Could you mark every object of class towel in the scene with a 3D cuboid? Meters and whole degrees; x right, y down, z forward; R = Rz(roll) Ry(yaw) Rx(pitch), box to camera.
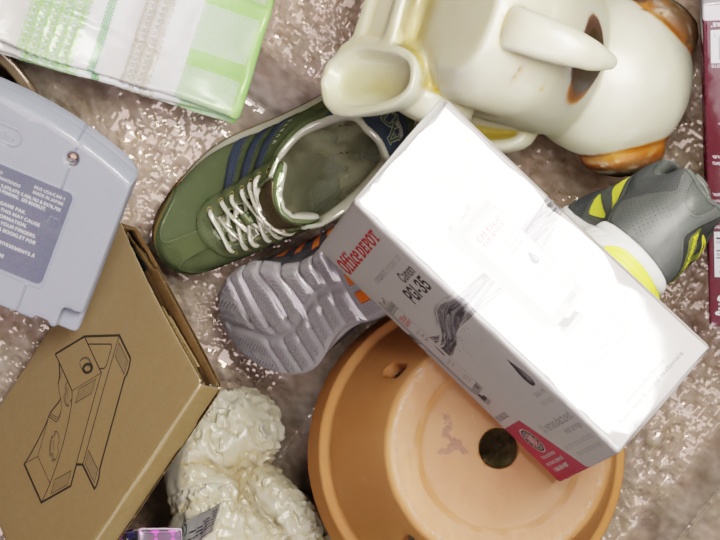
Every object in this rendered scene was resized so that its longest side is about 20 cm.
[{"bbox_3d":[-0.148,-0.185,1.657,0.199,0.031,0.150,17,102,-1],"label":"towel"}]

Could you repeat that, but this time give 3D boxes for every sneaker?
[{"bbox_3d":[0.000,0.000,1.704,0.200,0.112,0.078,-21,100,50],"label":"sneaker"},{"bbox_3d":[-0.052,-0.052,1.680,0.200,0.090,0.067,-32,106,18],"label":"sneaker"},{"bbox_3d":[0.169,-0.022,1.596,0.085,0.200,0.075,-40,97,2],"label":"sneaker"}]

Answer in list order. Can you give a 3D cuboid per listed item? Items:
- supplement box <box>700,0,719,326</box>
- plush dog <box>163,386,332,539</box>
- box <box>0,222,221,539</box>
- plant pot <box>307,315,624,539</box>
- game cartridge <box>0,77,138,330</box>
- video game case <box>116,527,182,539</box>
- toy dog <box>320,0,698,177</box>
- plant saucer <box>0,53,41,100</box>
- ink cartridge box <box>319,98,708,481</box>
[{"bbox_3d":[0.233,-0.079,1.625,0.060,0.109,0.201,-1,112,7],"label":"supplement box"},{"bbox_3d":[-0.048,0.194,1.764,0.171,0.161,0.201,8,117,-25],"label":"plush dog"},{"bbox_3d":[-0.171,0.095,1.726,0.021,0.164,0.200,16,119,-38],"label":"box"},{"bbox_3d":[0.074,0.111,1.661,0.199,0.140,0.201,1,85,-7],"label":"plant pot"},{"bbox_3d":[-0.245,-0.057,1.701,0.199,0.041,0.134,23,116,-3],"label":"game cartridge"},{"bbox_3d":[-0.162,0.267,1.745,0.036,0.181,0.201,1,82,-28],"label":"video game case"},{"bbox_3d":[0.110,-0.134,1.588,0.193,0.199,0.140,1,78,47],"label":"toy dog"},{"bbox_3d":[-0.287,-0.075,1.733,0.199,0.030,0.201,2,113,6],"label":"plant saucer"},{"bbox_3d":[0.080,0.014,1.527,0.200,0.147,0.083,43,76,1],"label":"ink cartridge box"}]
